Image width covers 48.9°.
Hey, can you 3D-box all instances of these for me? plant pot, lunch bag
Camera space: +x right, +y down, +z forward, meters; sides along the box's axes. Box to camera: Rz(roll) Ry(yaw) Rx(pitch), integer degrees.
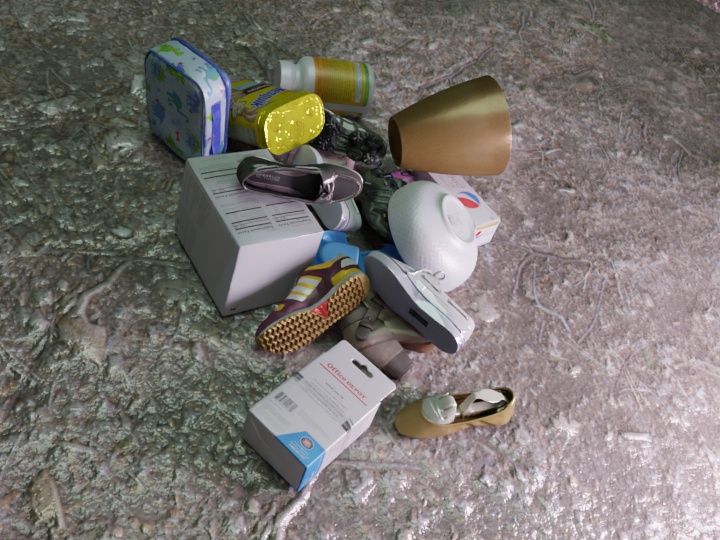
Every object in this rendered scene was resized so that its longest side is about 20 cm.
[{"bbox_3d":[0.157,-0.257,1.495,0.197,0.188,0.188,-11,50,-10],"label":"plant pot"},{"bbox_3d":[-0.305,-0.293,1.410,0.160,0.202,0.082,37,52,20],"label":"lunch bag"}]

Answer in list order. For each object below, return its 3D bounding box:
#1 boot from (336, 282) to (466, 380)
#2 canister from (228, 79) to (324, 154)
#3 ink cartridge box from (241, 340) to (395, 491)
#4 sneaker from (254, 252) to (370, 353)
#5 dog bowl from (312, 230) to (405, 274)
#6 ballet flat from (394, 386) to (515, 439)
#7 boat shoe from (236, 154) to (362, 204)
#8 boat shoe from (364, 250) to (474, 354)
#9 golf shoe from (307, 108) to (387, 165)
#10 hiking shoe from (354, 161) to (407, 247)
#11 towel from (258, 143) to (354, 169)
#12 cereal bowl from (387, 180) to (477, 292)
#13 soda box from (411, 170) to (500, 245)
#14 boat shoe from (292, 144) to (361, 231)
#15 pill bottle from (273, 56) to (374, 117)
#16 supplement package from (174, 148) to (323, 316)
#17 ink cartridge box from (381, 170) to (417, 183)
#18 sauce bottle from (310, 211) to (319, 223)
[{"bbox_3d":[0.061,0.074,1.265,0.199,0.070,0.147,-36,78,-31],"label":"boot"},{"bbox_3d":[-0.187,-0.293,1.488,0.198,0.088,0.148,22,42,39],"label":"canister"},{"bbox_3d":[-0.055,0.198,1.114,0.116,0.068,0.199,39,47,19],"label":"ink cartridge box"},{"bbox_3d":[-0.084,0.049,1.227,0.198,0.076,0.090,-31,43,-13],"label":"sneaker"},{"bbox_3d":[0.000,0.000,1.345,0.197,0.050,0.112,13,44,-7],"label":"dog bowl"},{"bbox_3d":[0.145,0.204,1.187,0.197,0.064,0.069,-5,48,-24],"label":"ballet flat"},{"bbox_3d":[-0.091,-0.130,1.205,0.196,0.068,0.057,7,32,-12],"label":"boat shoe"},{"bbox_3d":[0.099,0.031,1.227,0.201,0.075,0.086,41,54,13],"label":"boat shoe"},{"bbox_3d":[-0.038,-0.263,1.543,0.198,0.079,0.094,30,19,11],"label":"golf shoe"},{"bbox_3d":[0.051,-0.120,1.434,0.100,0.076,0.201,-37,57,4],"label":"hiking shoe"},{"bbox_3d":[-0.106,-0.210,1.527,0.188,0.032,0.202,17,44,-5],"label":"towel"},{"bbox_3d":[0.141,-0.070,1.377,0.199,0.083,0.203,32,44,-37],"label":"cereal bowl"},{"bbox_3d":[0.179,-0.135,1.536,0.067,0.064,0.201,-16,55,-32],"label":"soda box"},{"bbox_3d":[-0.061,-0.144,1.424,0.065,0.074,0.202,10,44,-45],"label":"boat shoe"},{"bbox_3d":[-0.078,-0.384,1.650,0.197,0.112,0.112,2,46,-18],"label":"pill bottle"},{"bbox_3d":[-0.183,-0.065,1.263,0.149,0.153,0.201,-13,53,-33],"label":"supplement package"},{"bbox_3d":[0.099,-0.110,1.504,0.093,0.037,0.201,-11,54,-30],"label":"ink cartridge box"},{"bbox_3d":[-0.157,-0.125,1.397,0.200,0.066,0.066,42,47,19],"label":"sauce bottle"}]
